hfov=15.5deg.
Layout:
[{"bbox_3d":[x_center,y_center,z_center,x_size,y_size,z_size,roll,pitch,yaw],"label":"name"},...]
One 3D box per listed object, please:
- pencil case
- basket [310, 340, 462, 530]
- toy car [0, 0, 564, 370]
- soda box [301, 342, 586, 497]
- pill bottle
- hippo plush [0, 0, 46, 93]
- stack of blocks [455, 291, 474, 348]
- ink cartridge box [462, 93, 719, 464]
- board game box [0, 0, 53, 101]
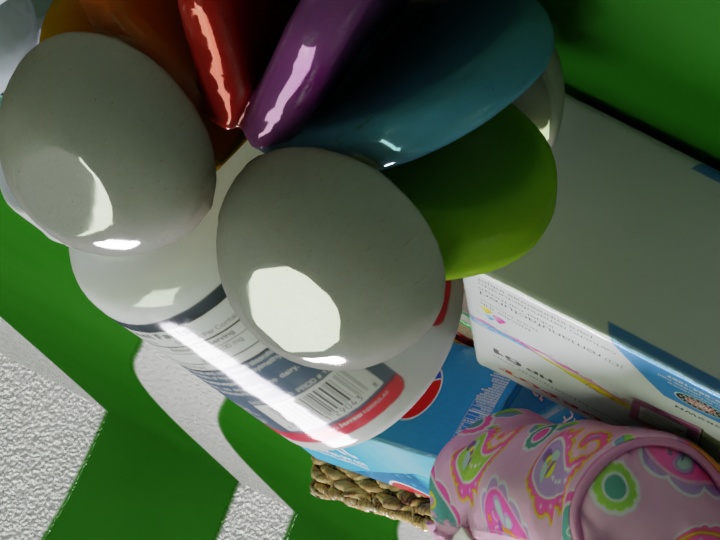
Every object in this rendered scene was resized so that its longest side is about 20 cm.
[{"bbox_3d":[0.094,0.107,1.174,0.087,0.088,0.200,31,170,-15],"label":"pencil case"},{"bbox_3d":[0.064,0.064,1.548,0.142,0.150,0.200,-3,-177,-23],"label":"basket"},{"bbox_3d":[-0.017,-0.079,0.922,0.199,0.175,0.151,27,134,11],"label":"toy car"},{"bbox_3d":[0.028,0.074,1.363,0.068,0.064,0.199,42,164,-34],"label":"soda box"},{"bbox_3d":[-0.058,-0.016,1.164,0.119,0.120,0.200,17,163,50],"label":"pill bottle"},{"bbox_3d":[-0.172,-0.122,1.099,0.158,0.202,0.161,-10,174,23],"label":"hippo plush"},{"bbox_3d":[0.142,0.045,1.289,0.199,0.059,0.115,29,170,-1],"label":"stack of blocks"},{"bbox_3d":[0.125,0.017,1.121,0.144,0.085,0.200,27,171,11],"label":"ink cartridge box"},{"bbox_3d":[-0.236,-0.143,1.387,0.147,0.065,0.200,30,169,-6],"label":"board game box"}]
